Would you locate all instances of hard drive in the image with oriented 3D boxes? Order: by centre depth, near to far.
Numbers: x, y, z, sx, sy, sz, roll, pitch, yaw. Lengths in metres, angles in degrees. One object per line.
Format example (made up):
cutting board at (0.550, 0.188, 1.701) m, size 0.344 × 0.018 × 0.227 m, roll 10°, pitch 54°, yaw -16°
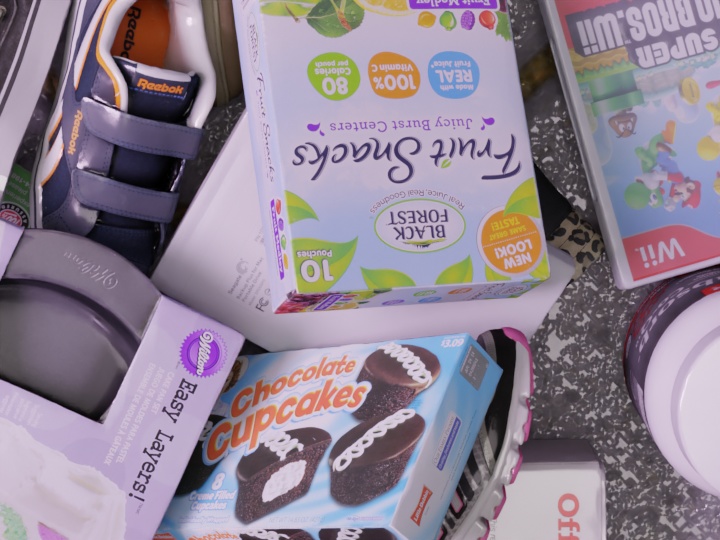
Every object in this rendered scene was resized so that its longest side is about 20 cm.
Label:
hard drive at (0.000, 0.000, 1.069) m, size 0.199 × 0.026 × 0.132 m, roll 29°, pitch 110°, yaw -9°

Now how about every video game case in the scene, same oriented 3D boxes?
video game case at (0.188, -0.104, 1.098) m, size 0.142 × 0.017 × 0.201 m, roll -15°, pitch 90°, yaw -8°

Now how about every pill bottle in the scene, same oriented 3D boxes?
pill bottle at (0.207, 0.061, 1.042) m, size 0.115 × 0.200 × 0.116 m, roll 0°, pitch 95°, yaw 2°

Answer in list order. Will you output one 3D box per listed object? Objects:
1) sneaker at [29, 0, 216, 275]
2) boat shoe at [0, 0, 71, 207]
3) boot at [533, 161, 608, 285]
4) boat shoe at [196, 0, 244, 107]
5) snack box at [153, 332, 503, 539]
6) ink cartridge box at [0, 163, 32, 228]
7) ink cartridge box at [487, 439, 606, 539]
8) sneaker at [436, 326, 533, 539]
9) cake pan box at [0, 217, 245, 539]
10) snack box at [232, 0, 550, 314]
sneaker at (-0.129, -0.072, 1.050) m, size 0.078 × 0.079 × 0.201 m, roll 6°, pitch 88°, yaw -35°
boat shoe at (-0.203, -0.120, 1.066) m, size 0.063 × 0.071 × 0.201 m, roll 20°, pitch 56°, yaw -11°
boot at (0.026, -0.012, 1.110) m, size 0.203 × 0.073 × 0.154 m, roll -40°, pitch 95°, yaw 7°
boat shoe at (-0.075, -0.194, 1.098) m, size 0.065 × 0.072 × 0.201 m, roll -9°, pitch 104°, yaw -17°
snack box at (-0.027, 0.096, 1.024) m, size 0.037 × 0.199 × 0.117 m, roll 45°, pitch 54°, yaw -32°
ink cartridge box at (-0.269, 0.016, 1.081) m, size 0.145 × 0.088 × 0.200 m, roll 33°, pitch 72°, yaw -1°
ink cartridge box at (0.041, 0.176, 1.119) m, size 0.199 × 0.084 × 0.147 m, roll 0°, pitch 95°, yaw 2°
sneaker at (0.028, 0.117, 1.036) m, size 0.087 × 0.074 × 0.201 m, roll 22°, pitch 97°, yaw -4°
cake pan box at (-0.179, 0.077, 1.005) m, size 0.184 × 0.052 × 0.201 m, roll 27°, pitch 86°, yaw -16°
snack box at (0.014, -0.083, 1.012) m, size 0.142 × 0.053 × 0.201 m, roll -3°, pitch 77°, yaw -18°
